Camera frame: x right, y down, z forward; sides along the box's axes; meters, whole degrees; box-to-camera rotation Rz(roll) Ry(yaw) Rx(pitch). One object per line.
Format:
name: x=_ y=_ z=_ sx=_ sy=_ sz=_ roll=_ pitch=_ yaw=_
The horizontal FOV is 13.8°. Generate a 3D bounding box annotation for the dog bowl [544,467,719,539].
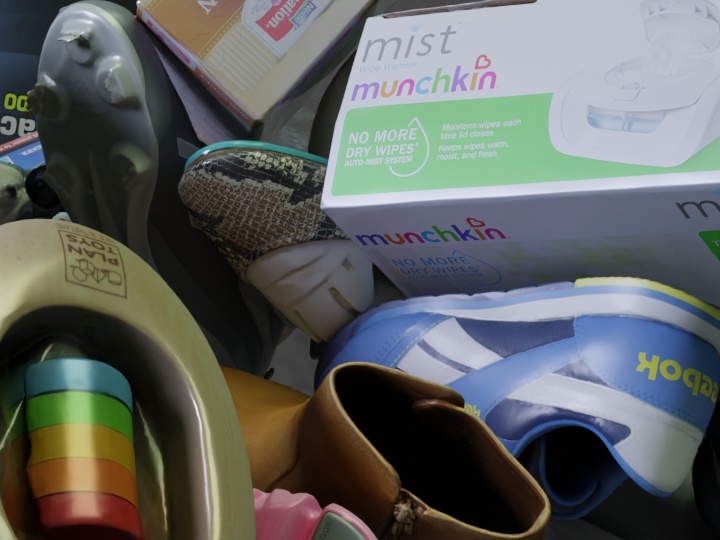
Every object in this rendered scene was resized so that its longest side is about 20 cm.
dog bowl: x=0.127 y=0.112 z=1.275 sx=0.199 sy=0.059 sz=0.200 roll=17 pitch=17 yaw=-5

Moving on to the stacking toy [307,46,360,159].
stacking toy: x=0.030 y=-0.055 z=1.462 sx=0.145 sy=0.147 sz=0.200 roll=15 pitch=2 yaw=-12

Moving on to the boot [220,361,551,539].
boot: x=-0.015 y=0.064 z=1.136 sx=0.200 sy=0.071 sz=0.144 roll=29 pitch=-23 yaw=12

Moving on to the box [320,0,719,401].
box: x=0.117 y=-0.029 z=1.182 sx=0.199 sy=0.097 sz=0.176 roll=-2 pitch=-29 yaw=31

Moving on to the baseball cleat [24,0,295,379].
baseball cleat: x=-0.080 y=-0.032 z=1.261 sx=0.069 sy=0.201 sz=0.106 roll=10 pitch=32 yaw=34

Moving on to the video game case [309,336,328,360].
video game case: x=0.092 y=0.036 z=1.389 sx=0.199 sy=0.019 sz=0.143 roll=4 pitch=3 yaw=17

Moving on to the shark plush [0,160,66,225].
shark plush: x=-0.194 y=-0.038 z=1.263 sx=0.199 sy=0.091 sz=0.083 roll=-18 pitch=7 yaw=-16

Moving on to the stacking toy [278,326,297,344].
stacking toy: x=-0.046 y=-0.015 z=1.451 sx=0.085 sy=0.086 sz=0.200 roll=21 pitch=13 yaw=6

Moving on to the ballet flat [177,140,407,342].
ballet flat: x=0.000 y=0.000 z=1.251 sx=0.200 sy=0.068 sz=0.076 roll=19 pitch=54 yaw=-55

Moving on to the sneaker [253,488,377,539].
sneaker: x=-0.070 y=0.100 z=1.112 sx=0.199 sy=0.079 sz=0.095 roll=26 pitch=-4 yaw=19

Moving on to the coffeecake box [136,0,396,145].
coffeecake box: x=-0.024 y=-0.131 z=1.289 sx=0.073 sy=0.154 sz=0.200 roll=42 pitch=-7 yaw=-1

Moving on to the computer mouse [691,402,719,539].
computer mouse: x=0.188 y=0.095 z=1.222 sx=0.138 sy=0.053 sz=0.200 roll=21 pitch=6 yaw=18

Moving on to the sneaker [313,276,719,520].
sneaker: x=0.055 y=0.055 z=1.171 sx=0.199 sy=0.083 sz=0.074 roll=-10 pitch=-25 yaw=44

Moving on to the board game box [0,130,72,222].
board game box: x=-0.152 y=-0.019 z=1.306 sx=0.199 sy=0.020 sz=0.103 roll=-25 pitch=42 yaw=-32

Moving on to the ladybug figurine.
ladybug figurine: x=-0.105 y=0.074 z=1.019 sx=0.135 sy=0.072 sz=0.201 roll=17 pitch=51 yaw=-28

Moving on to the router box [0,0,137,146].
router box: x=-0.183 y=-0.089 z=1.382 sx=0.199 sy=0.151 sz=0.062 roll=7 pitch=4 yaw=-34
